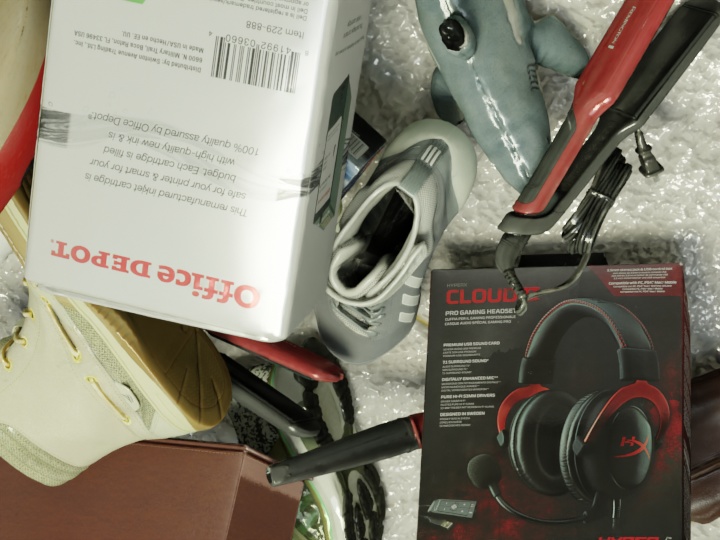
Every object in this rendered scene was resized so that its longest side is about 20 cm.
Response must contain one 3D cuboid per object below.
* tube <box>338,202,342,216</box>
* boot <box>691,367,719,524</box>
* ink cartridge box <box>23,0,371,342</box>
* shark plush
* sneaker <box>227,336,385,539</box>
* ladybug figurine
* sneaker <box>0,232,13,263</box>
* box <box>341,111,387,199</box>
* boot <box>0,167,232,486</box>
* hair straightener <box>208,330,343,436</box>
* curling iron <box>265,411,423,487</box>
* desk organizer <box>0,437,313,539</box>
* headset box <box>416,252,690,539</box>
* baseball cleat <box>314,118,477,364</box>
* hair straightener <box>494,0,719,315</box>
[{"bbox_3d":[-0.060,-0.113,1.172,0.058,0.052,0.201,-24,119,-17],"label":"tube"},{"bbox_3d":[0.267,0.118,1.262,0.200,0.064,0.187,-32,101,24],"label":"boot"},{"bbox_3d":[-0.081,-0.081,1.067,0.145,0.084,0.201,13,108,11],"label":"ink cartridge box"},{"bbox_3d":[0.061,-0.136,1.112,0.090,0.083,0.201,-9,122,15],"label":"shark plush"},{"bbox_3d":[-0.042,0.133,1.330,0.088,0.077,0.201,-2,117,24],"label":"sneaker"},{"bbox_3d":[-0.209,-0.086,1.107,0.072,0.135,0.201,29,86,-41],"label":"ladybug figurine"},{"bbox_3d":[-0.266,-0.077,1.215,0.200,0.074,0.116,35,120,-15],"label":"sneaker"},{"bbox_3d":[-0.099,-0.088,1.158,0.200,0.040,0.137,43,129,1],"label":"box"},{"bbox_3d":[-0.184,0.028,1.208,0.154,0.072,0.200,-24,109,37],"label":"boot"},{"bbox_3d":[-0.111,0.053,1.251,0.199,0.041,0.077,24,100,15],"label":"hair straightener"},{"bbox_3d":[0.039,0.101,1.254,0.199,0.050,0.026,-7,138,-21],"label":"curling iron"},{"bbox_3d":[-0.136,0.144,1.287,0.199,0.077,0.072,2,162,34],"label":"desk organizer"},{"bbox_3d":[0.112,0.082,1.200,0.148,0.201,0.075,-1,153,12],"label":"headset box"},{"bbox_3d":[0.000,0.000,1.177,0.070,0.106,0.200,32,137,10],"label":"baseball cleat"},{"bbox_3d":[0.136,-0.060,1.117,0.077,0.041,0.201,33,82,-33],"label":"hair straightener"}]
